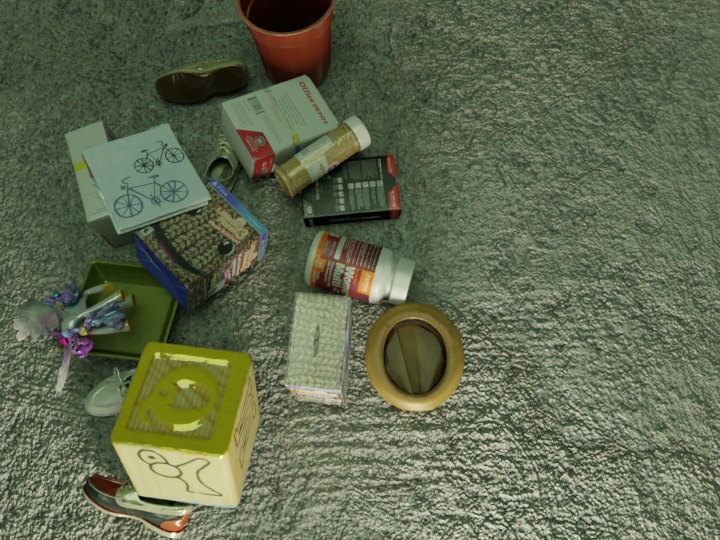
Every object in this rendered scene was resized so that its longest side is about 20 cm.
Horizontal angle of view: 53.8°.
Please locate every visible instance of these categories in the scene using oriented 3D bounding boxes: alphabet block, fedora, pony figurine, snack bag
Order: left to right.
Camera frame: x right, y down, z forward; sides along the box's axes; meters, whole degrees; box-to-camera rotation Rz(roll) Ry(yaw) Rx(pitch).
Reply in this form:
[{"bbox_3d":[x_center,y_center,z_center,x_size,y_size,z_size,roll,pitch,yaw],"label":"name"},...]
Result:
[{"bbox_3d":[-0.509,0.097,1.255,0.198,0.193,0.168,-17,117,-6],"label":"pony figurine"},{"bbox_3d":[-0.409,-0.178,1.339,0.187,0.021,0.201,-24,71,-26],"label":"snack bag"},{"bbox_3d":[-0.287,0.266,1.214,0.193,0.201,0.198,6,50,2],"label":"alphabet block"},{"bbox_3d":[0.100,0.164,1.330,0.198,0.082,0.203,0,74,1],"label":"fedora"}]

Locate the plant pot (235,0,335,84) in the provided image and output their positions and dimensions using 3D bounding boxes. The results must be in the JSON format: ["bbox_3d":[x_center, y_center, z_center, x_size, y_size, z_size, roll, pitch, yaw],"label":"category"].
[{"bbox_3d":[-0.141,-0.495,1.469,0.198,0.196,0.203,-1,65,2],"label":"plant pot"}]

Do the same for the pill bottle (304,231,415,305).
[{"bbox_3d":[0.000,0.000,1.368,0.198,0.110,0.111,15,74,6],"label":"pill bottle"}]

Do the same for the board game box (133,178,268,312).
[{"bbox_3d":[-0.305,-0.050,1.365,0.159,0.097,0.200,42,60,12],"label":"board game box"}]

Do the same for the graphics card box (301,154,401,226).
[{"bbox_3d":[-0.022,-0.163,1.449,0.198,0.051,0.127,-6,72,-2],"label":"graphics card box"}]

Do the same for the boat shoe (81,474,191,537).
[{"bbox_3d":[-0.396,0.405,1.261,0.198,0.071,0.063,23,107,3],"label":"boat shoe"}]

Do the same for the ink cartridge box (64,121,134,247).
[{"bbox_3d":[-0.501,-0.169,1.409,0.083,0.145,0.202,-19,73,-4],"label":"ink cartridge box"}]

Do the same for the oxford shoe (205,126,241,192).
[{"bbox_3d":[-0.275,-0.253,1.477,0.074,0.058,0.202,10,72,6],"label":"oxford shoe"}]

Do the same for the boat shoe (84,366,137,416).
[{"bbox_3d":[-0.425,0.213,1.320,0.200,0.086,0.075,-19,73,-5],"label":"boat shoe"}]

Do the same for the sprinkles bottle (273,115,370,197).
[{"bbox_3d":[-0.075,-0.227,1.410,0.199,0.068,0.068,-36,76,-11],"label":"sprinkles bottle"}]

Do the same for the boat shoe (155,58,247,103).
[{"bbox_3d":[-0.341,-0.414,1.528,0.198,0.073,0.065,-12,37,2],"label":"boat shoe"}]

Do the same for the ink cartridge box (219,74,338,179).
[{"bbox_3d":[-0.166,-0.294,1.450,0.199,0.083,0.147,-25,73,-24],"label":"ink cartridge box"}]

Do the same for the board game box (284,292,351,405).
[{"bbox_3d":[-0.069,0.145,1.269,0.096,0.200,0.161,5,72,2],"label":"board game box"}]

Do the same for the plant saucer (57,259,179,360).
[{"bbox_3d":[-0.447,0.084,1.361,0.197,0.048,0.202,6,59,4],"label":"plant saucer"}]
